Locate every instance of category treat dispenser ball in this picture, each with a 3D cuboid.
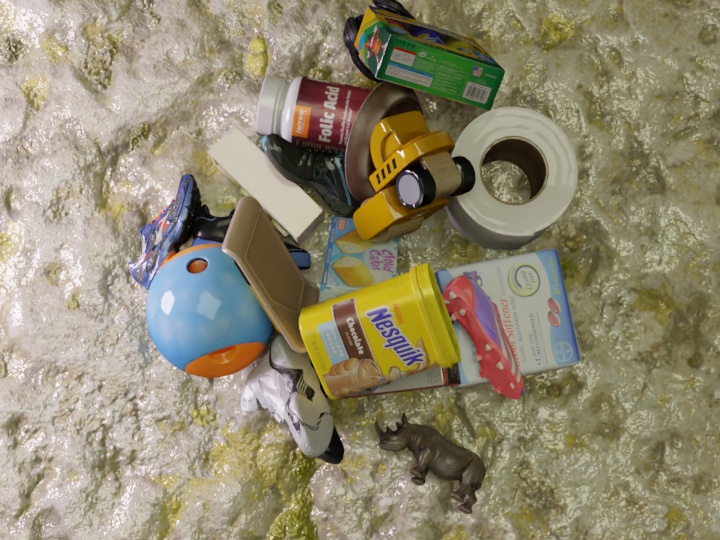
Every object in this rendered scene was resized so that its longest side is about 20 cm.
[{"bbox_3d":[-0.226,0.060,1.603,0.198,0.201,0.204,0,82,-1],"label":"treat dispenser ball"}]

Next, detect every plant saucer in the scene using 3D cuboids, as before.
[{"bbox_3d":[0.046,-0.197,1.652,0.032,0.200,0.202,23,81,29],"label":"plant saucer"}]

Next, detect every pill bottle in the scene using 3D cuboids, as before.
[{"bbox_3d":[-0.063,-0.248,1.695,0.197,0.114,0.116,10,82,0],"label":"pill bottle"}]

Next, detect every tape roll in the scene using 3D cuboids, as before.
[{"bbox_3d":[0.233,-0.143,1.674,0.199,0.139,0.206,0,82,-2],"label":"tape roll"}]

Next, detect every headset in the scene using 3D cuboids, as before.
[{"bbox_3d":[0.020,-0.406,1.754,0.123,0.094,0.201,-35,99,-7],"label":"headset"}]

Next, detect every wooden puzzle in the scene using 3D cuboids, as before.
[{"bbox_3d":[-0.133,0.006,1.561,0.037,0.186,0.201,-28,113,17],"label":"wooden puzzle"}]

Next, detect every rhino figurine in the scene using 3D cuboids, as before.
[{"bbox_3d":[0.107,0.290,1.647,0.198,0.060,0.088,31,63,4],"label":"rhino figurine"}]

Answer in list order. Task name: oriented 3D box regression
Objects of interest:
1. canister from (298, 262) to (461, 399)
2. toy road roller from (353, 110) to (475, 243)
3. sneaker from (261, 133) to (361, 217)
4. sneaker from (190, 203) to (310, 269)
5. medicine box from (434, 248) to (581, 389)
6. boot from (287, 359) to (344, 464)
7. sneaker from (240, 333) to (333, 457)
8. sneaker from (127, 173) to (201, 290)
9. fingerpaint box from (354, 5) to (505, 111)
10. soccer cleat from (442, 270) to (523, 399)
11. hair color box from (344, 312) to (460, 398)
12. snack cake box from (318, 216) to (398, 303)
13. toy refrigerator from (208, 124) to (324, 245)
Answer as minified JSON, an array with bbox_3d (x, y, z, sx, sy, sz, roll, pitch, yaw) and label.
[{"bbox_3d":[0.027,0.091,1.502,0.198,0.087,0.150,-19,112,10],"label":"canister"},{"bbox_3d":[0.064,-0.146,1.586,0.122,0.200,0.147,-18,77,-39],"label":"toy road roller"},{"bbox_3d":[-0.067,-0.168,1.667,0.199,0.074,0.082,31,115,-29],"label":"sneaker"},{"bbox_3d":[-0.171,-0.053,1.687,0.197,0.070,0.079,11,83,-3],"label":"sneaker"},{"bbox_3d":[0.224,0.078,1.661,0.197,0.103,0.185,-11,82,-3],"label":"medicine box"},{"bbox_3d":[-0.040,0.167,1.607,0.165,0.065,0.201,41,104,27],"label":"boot"},{"bbox_3d":[-0.112,0.204,1.569,0.115,0.075,0.202,-43,51,30],"label":"sneaker"},{"bbox_3d":[-0.314,-0.064,1.685,0.077,0.075,0.202,20,80,5],"label":"sneaker"},{"bbox_3d":[0.106,-0.335,1.654,0.197,0.167,0.074,13,115,-19],"label":"fingerpaint box"},{"bbox_3d":[0.195,0.095,1.576,0.076,0.067,0.201,-33,89,-32],"label":"soccer cleat"},{"bbox_3d":[0.049,0.131,1.620,0.198,0.064,0.113,-11,80,30],"label":"hair color box"},{"bbox_3d":[0.000,0.000,1.623,0.113,0.201,0.068,5,123,0],"label":"snack cake box"},{"bbox_3d":[-0.152,-0.133,1.696,0.200,0.076,0.070,43,83,4],"label":"toy refrigerator"}]
